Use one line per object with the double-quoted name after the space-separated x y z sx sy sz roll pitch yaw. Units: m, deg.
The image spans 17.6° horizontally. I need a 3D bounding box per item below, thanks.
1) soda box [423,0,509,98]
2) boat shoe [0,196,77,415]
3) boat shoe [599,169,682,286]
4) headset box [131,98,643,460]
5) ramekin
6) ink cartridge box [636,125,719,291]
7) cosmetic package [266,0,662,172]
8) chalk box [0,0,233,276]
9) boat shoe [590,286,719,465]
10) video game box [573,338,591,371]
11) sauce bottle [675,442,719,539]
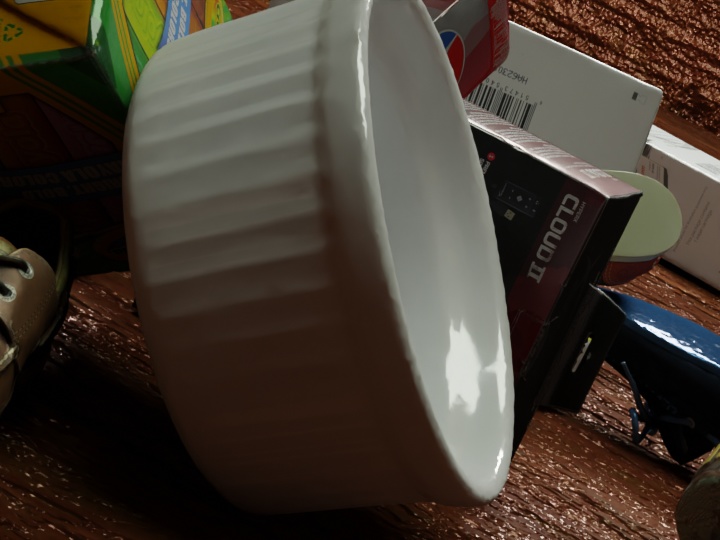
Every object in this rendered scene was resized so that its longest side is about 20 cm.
-0.004 -0.095 1.191 0.070 0.064 0.200 20 45 31 "soda box"
-0.144 0.015 0.806 0.072 0.068 0.200 25 12 -4 "boat shoe"
0.071 -0.030 1.248 0.198 0.072 0.063 8 -18 -16 "boat shoe"
0.020 -0.004 1.041 0.199 0.149 0.075 28 12 15 "headset box"
-0.014 -0.005 0.866 0.097 0.202 0.200 -11 5 13 "ramekin"
0.256 -0.063 1.952 0.199 0.084 0.145 31 13 21 "ink cartridge box"
0.044 -0.094 1.450 0.198 0.124 0.200 22 -1 -19 "cosmetic package"
-0.124 -0.076 0.931 0.123 0.126 0.200 -5 -28 13 "chalk box"
0.182 0.077 1.243 0.200 0.069 0.084 34 19 29 "boat shoe"
0.000 0.000 1.237 0.182 0.047 0.200 8 21 -48 "video game box"
0.218 0.082 1.132 0.064 0.065 0.200 29 36 18 "sauce bottle"
